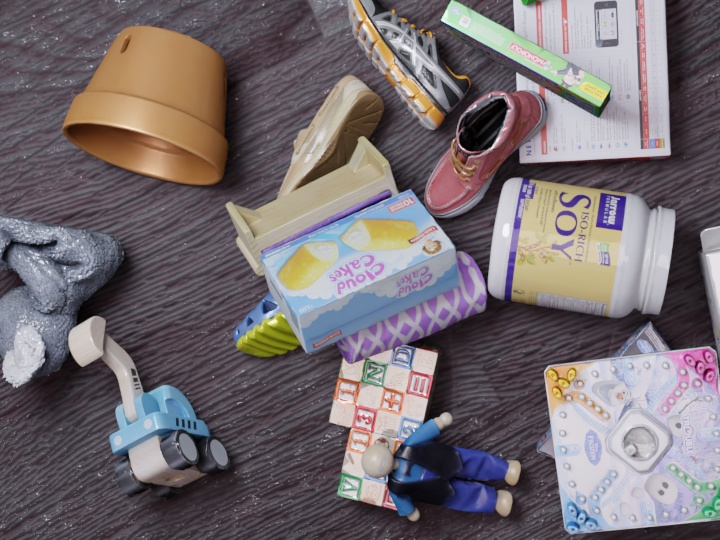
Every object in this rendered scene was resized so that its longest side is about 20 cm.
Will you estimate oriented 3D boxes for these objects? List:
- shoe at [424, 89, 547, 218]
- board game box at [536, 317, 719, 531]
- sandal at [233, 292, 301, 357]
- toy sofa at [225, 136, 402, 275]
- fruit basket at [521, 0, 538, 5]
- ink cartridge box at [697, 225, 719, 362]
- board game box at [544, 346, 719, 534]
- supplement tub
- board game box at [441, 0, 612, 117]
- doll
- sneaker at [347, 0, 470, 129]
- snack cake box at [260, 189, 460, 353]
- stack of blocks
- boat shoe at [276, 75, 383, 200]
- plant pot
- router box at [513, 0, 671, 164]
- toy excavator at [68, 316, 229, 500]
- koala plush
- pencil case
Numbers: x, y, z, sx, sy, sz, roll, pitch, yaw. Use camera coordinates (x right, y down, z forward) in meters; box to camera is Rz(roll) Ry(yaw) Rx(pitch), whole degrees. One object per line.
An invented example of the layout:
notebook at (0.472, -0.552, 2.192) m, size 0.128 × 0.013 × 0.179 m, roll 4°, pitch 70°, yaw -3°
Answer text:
shoe at (0.128, -0.137, 1.561) m, size 0.200 × 0.091 × 0.072 m, roll -46°, pitch 68°, yaw 28°
board game box at (0.321, 0.196, 1.585) m, size 0.199 × 0.062 × 0.201 m, roll -36°, pitch 87°, yaw 10°
sandal at (-0.078, 0.032, 1.648) m, size 0.200 × 0.079 × 0.087 m, roll -37°, pitch 54°, yaw 15°
toy sofa at (-0.050, -0.066, 1.582) m, size 0.199 × 0.083 × 0.098 m, roll -26°, pitch 125°, yaw -10°
fruit basket at (0.176, -0.417, 1.533) m, size 0.214 × 0.156 × 0.217 m, roll 1°, pitch 74°, yaw -5°
ink cartridge box at (0.467, 0.038, 1.520) m, size 0.128 × 0.125 × 0.201 m, roll -11°, pitch 90°, yaw 10°
board game box at (0.324, 0.200, 1.540) m, size 0.199 × 0.026 × 0.201 m, roll -8°, pitch 91°, yaw 10°
supplement tub at (0.256, -0.024, 1.544) m, size 0.199 × 0.145 × 0.146 m, roll 8°, pitch 94°, yaw 9°
board game box at (0.190, -0.237, 1.502) m, size 0.199 × 0.135 × 0.029 m, roll 30°, pitch 97°, yaw 8°
doll at (0.092, 0.237, 1.589) m, size 0.199 × 0.048 × 0.137 m, roll 12°, pitch 95°, yaw -21°
sneaker at (0.054, -0.268, 1.610) m, size 0.077 × 0.078 × 0.200 m, roll -37°, pitch 90°, yaw -4°
snack cake box at (0.000, 0.000, 1.524) m, size 0.199 × 0.067 × 0.115 m, roll -24°, pitch 46°, yaw -12°
stack of blocks at (0.023, 0.182, 1.636) m, size 0.114 × 0.059 × 0.201 m, roll 12°, pitch 94°, yaw 9°
boat shoe at (-0.047, -0.145, 1.637) m, size 0.200 × 0.071 × 0.065 m, roll -54°, pitch 49°, yaw 13°
plant pot at (-0.246, -0.204, 1.610) m, size 0.199 × 0.200 × 0.141 m, roll 12°, pitch 78°, yaw 9°
router box at (0.275, -0.230, 1.580) m, size 0.178 × 0.049 × 0.202 m, roll -2°, pitch 92°, yaw 10°
toy excavator at (-0.271, 0.167, 1.638) m, size 0.100 × 0.194 × 0.201 m, roll -30°, pitch 64°, yaw 20°
koala plush at (-0.396, 0.042, 1.650) m, size 0.182 × 0.177 × 0.201 m, roll 9°, pitch 90°, yaw -1°
pencil case at (0.055, 0.040, 1.580) m, size 0.199 × 0.084 × 0.086 m, roll -21°, pitch 54°, yaw -15°
